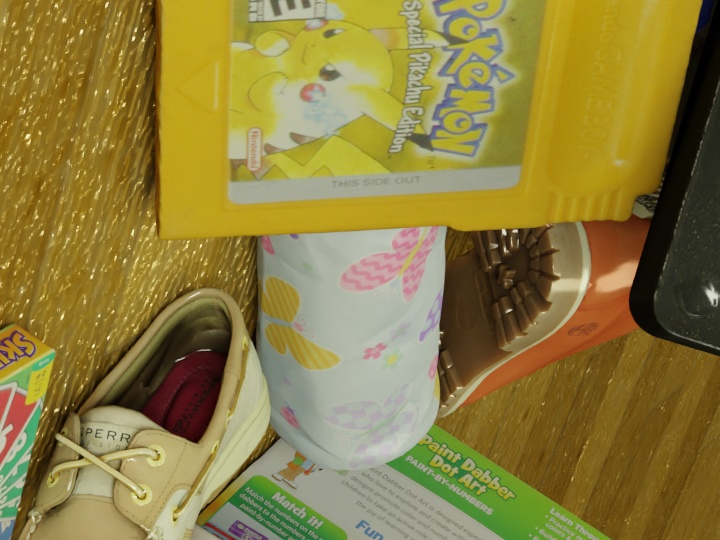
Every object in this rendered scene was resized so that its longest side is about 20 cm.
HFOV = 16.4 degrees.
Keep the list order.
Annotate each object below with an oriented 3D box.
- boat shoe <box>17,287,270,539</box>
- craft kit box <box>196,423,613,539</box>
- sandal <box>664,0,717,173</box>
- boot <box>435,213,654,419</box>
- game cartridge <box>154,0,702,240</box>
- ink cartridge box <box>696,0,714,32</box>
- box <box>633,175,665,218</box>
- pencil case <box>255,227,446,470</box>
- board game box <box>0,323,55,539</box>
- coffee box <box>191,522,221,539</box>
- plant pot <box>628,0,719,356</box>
[{"bbox_3d":[-0.095,0.080,0.985,0.200,0.073,0.067,-63,155,-50],"label":"boat shoe"},{"bbox_3d":[0.013,0.162,1.174,0.197,0.199,0.049,-43,155,-34],"label":"craft kit box"},{"bbox_3d":[0.091,-0.080,1.099,0.055,0.199,0.082,40,48,-44],"label":"sandal"},{"bbox_3d":[0.083,0.020,1.180,0.106,0.076,0.200,-4,166,-29],"label":"boot"},{"bbox_3d":[0.023,-0.080,0.917,0.177,0.198,0.033,95,-9,-49],"label":"game cartridge"},{"bbox_3d":[0.079,-0.163,0.970,0.076,0.136,0.201,-37,151,-41],"label":"ink cartridge box"},{"bbox_3d":[0.177,-0.049,1.438,0.200,0.082,0.069,-37,149,-48],"label":"box"},{"bbox_3d":[0.000,0.000,1.085,0.090,0.083,0.201,-34,150,-25],"label":"pencil case"},{"bbox_3d":[-0.171,0.121,0.941,0.095,0.030,0.201,-33,149,-51],"label":"board game box"},{"bbox_3d":[-0.055,0.185,1.046,0.113,0.199,0.080,-56,163,-11],"label":"coffee box"},{"bbox_3d":[0.204,-0.035,0.943,0.177,0.199,0.201,-21,128,-70],"label":"plant pot"}]
